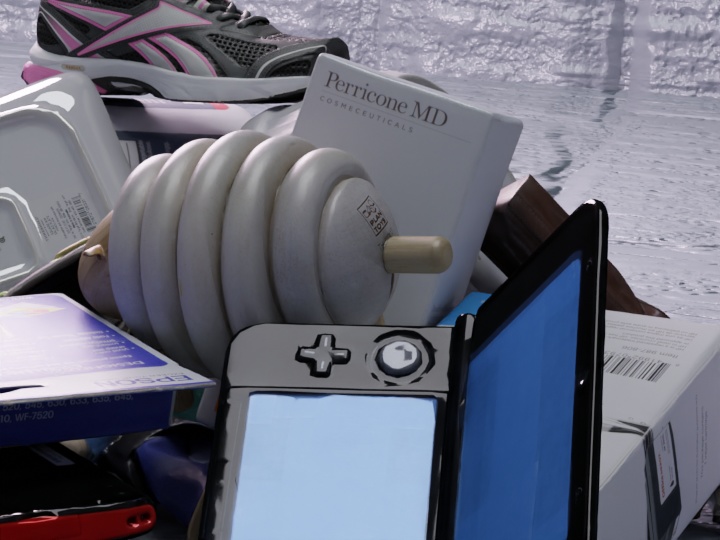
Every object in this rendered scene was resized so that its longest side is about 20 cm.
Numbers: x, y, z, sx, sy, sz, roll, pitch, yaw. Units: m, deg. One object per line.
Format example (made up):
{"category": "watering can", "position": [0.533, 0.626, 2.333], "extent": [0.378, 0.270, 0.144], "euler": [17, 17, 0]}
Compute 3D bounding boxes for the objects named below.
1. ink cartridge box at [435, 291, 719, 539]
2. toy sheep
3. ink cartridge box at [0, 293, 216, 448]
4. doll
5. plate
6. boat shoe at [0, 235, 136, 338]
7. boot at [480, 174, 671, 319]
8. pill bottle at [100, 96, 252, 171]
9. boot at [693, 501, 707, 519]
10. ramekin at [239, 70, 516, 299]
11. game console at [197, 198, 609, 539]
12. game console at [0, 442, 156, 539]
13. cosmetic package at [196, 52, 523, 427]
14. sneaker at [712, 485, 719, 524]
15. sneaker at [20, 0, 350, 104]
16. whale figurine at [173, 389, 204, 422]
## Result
{"category": "ink cartridge box", "position": [0.077, 0.093, 1.305], "extent": [0.144, 0.084, 0.200], "euler": [8, 26, 26]}
{"category": "toy sheep", "position": [-0.047, -0.002, 1.317], "extent": [0.199, 0.138, 0.138], "euler": [-3, 8, 22]}
{"category": "ink cartridge box", "position": [-0.194, 0.056, 1.255], "extent": [0.197, 0.047, 0.200], "euler": [-4, 15, -26]}
{"category": "doll", "position": [-0.097, 0.100, 1.418], "extent": [0.136, 0.049, 0.200], "euler": [3, 10, -25]}
{"category": "plate", "position": [-0.205, -0.008, 1.494], "extent": [0.200, 0.200, 0.032], "euler": [-19, -23, -17]}
{"category": "boat shoe", "position": [-0.179, 0.047, 1.409], "extent": [0.072, 0.061, 0.201], "euler": [42, 60, 8]}
{"category": "boot", "position": [0.132, 0.027, 1.502], "extent": [0.200, 0.064, 0.186], "euler": [40, -9, 1]}
{"category": "pill bottle", "position": [-0.164, -0.044, 1.616], "extent": [0.199, 0.120, 0.120], "euler": [2, 11, -25]}
{"category": "boot", "position": [0.117, 0.103, 1.496], "extent": [0.075, 0.074, 0.200], "euler": [34, -12, -28]}
{"category": "ramekin", "position": [0.025, -0.020, 1.531], "extent": [0.094, 0.203, 0.202], "euler": [-30, -3, 23]}
{"category": "game console", "position": [0.015, 0.074, 1.149], "extent": [0.175, 0.117, 0.200], "euler": [2, 50, 6]}
{"category": "game console", "position": [-0.206, 0.101, 1.208], "extent": [0.176, 0.031, 0.200], "euler": [-5, 12, -27]}
{"category": "cosmetic package", "position": [0.000, 0.000, 1.405], "extent": [0.101, 0.201, 0.071], "euler": [20, 4, 15]}
{"category": "sneaker", "position": [0.247, 0.086, 1.489], "extent": [0.070, 0.094, 0.200], "euler": [10, 12, 29]}
{"category": "sneaker", "position": [-0.104, -0.141, 1.577], "extent": [0.199, 0.087, 0.080], "euler": [5, 6, 16]}
{"category": "whale figurine", "position": [-0.057, 0.057, 1.599], "extent": [0.159, 0.104, 0.200], "euler": [-3, -15, 15]}
